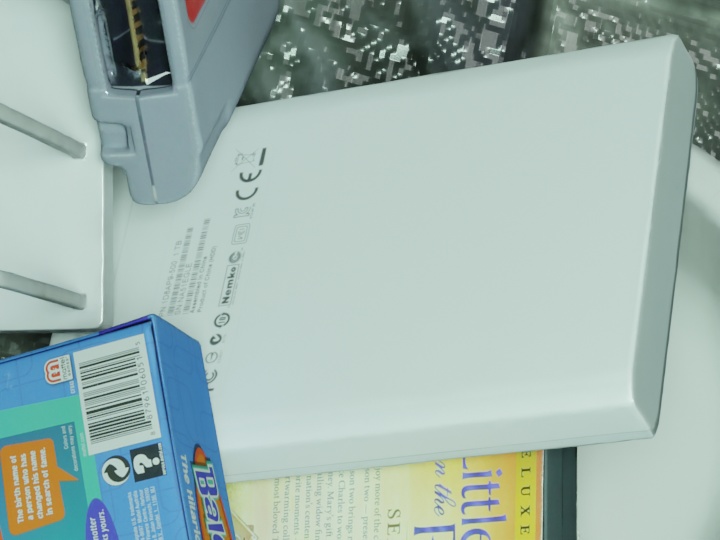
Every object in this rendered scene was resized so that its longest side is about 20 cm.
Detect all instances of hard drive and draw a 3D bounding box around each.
[{"bbox_3d":[0.000,0.000,0.879,0.027,0.199,0.133,53,38,-45],"label":"hard drive"}]

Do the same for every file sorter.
[{"bbox_3d":[-0.154,-0.084,0.851,0.138,0.125,0.202,-1,86,10],"label":"file sorter"}]

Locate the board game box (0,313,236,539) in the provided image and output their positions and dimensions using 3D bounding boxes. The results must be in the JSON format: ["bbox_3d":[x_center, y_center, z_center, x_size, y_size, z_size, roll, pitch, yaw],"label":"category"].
[{"bbox_3d":[-0.131,0.113,0.840,0.199,0.045,0.153,-15,73,13],"label":"board game box"}]

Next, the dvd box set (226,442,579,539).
[{"bbox_3d":[-0.030,0.122,0.870,0.029,0.199,0.147,29,57,-59],"label":"dvd box set"}]

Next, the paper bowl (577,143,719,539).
[{"bbox_3d":[0.066,0.058,0.920,0.104,0.200,0.202,31,72,-60],"label":"paper bowl"}]

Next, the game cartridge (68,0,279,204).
[{"bbox_3d":[-0.063,-0.139,0.884,0.041,0.133,0.201,-3,120,9],"label":"game cartridge"}]
